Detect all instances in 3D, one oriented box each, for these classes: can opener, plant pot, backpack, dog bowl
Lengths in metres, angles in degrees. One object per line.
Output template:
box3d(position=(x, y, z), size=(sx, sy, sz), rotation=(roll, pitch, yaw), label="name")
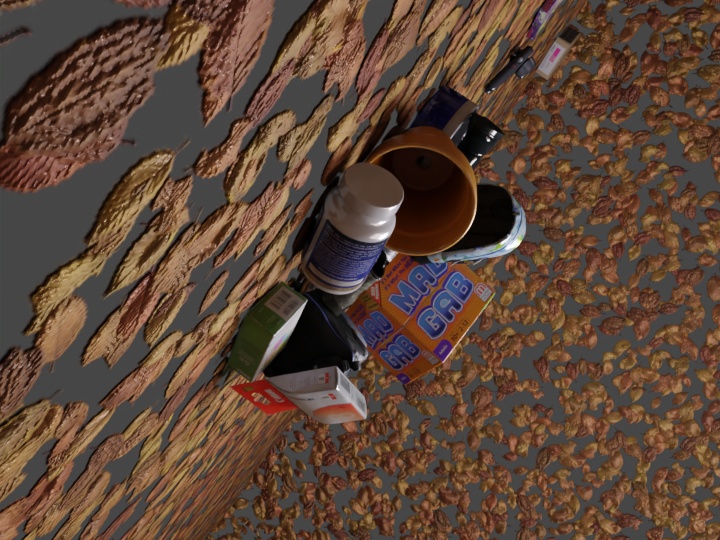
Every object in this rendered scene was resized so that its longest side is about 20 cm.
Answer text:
box3d(position=(0.422, -0.564, 1.760), size=(0.200, 0.079, 0.063), rotation=(-42, 177, -22), label="can opener")
box3d(position=(0.102, -0.158, 1.077), size=(0.201, 0.200, 0.184), rotation=(-58, -172, 34), label="plant pot")
box3d(position=(-0.098, 0.147, 1.197), size=(0.190, 0.200, 0.154), rotation=(-40, 164, 20), label="backpack")
box3d(position=(0.207, -0.090, 1.175), size=(0.199, 0.153, 0.164), rotation=(-13, -116, 39), label="backpack")
box3d(position=(0.148, -0.264, 1.256), size=(0.200, 0.079, 0.200), rotation=(-53, 174, -8), label="dog bowl")

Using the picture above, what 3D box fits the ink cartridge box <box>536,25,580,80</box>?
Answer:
box3d(position=(0.919, -1.014, 2.914), size=(0.165, 0.075, 0.200), rotation=(-47, 171, -40), label="ink cartridge box")

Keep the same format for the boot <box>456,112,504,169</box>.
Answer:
box3d(position=(0.212, -0.229, 1.256), size=(0.163, 0.073, 0.198), rotation=(-53, 175, 19), label="boot")

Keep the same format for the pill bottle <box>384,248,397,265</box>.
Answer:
box3d(position=(0.050, -0.065, 1.461), size=(0.200, 0.106, 0.106), rotation=(-53, 173, -14), label="pill bottle")

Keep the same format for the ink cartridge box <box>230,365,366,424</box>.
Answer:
box3d(position=(-0.107, 0.233, 1.108), size=(0.162, 0.199, 0.050), rotation=(58, 21, -54), label="ink cartridge box")

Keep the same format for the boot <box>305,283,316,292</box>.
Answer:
box3d(position=(-0.065, 0.067, 1.385), size=(0.073, 0.090, 0.200), rotation=(-54, 173, -3), label="boot")

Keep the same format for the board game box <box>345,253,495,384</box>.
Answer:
box3d(position=(0.110, 0.078, 1.290), size=(0.200, 0.200, 0.200), rotation=(-47, 178, -28), label="board game box")

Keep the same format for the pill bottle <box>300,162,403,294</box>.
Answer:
box3d(position=(-0.014, -0.063, 0.973), size=(0.116, 0.116, 0.200), rotation=(-48, 171, -44), label="pill bottle")

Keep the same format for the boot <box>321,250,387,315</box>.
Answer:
box3d(position=(0.000, 0.000, 1.194), size=(0.130, 0.068, 0.200), rotation=(-38, -162, 18), label="boot")

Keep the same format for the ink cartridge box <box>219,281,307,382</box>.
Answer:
box3d(position=(-0.167, 0.121, 1.071), size=(0.104, 0.059, 0.200), rotation=(-47, 171, -46), label="ink cartridge box")

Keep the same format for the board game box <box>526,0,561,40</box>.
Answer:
box3d(position=(0.548, -0.761, 1.778), size=(0.200, 0.032, 0.120), rotation=(-53, 178, -17), label="board game box")
